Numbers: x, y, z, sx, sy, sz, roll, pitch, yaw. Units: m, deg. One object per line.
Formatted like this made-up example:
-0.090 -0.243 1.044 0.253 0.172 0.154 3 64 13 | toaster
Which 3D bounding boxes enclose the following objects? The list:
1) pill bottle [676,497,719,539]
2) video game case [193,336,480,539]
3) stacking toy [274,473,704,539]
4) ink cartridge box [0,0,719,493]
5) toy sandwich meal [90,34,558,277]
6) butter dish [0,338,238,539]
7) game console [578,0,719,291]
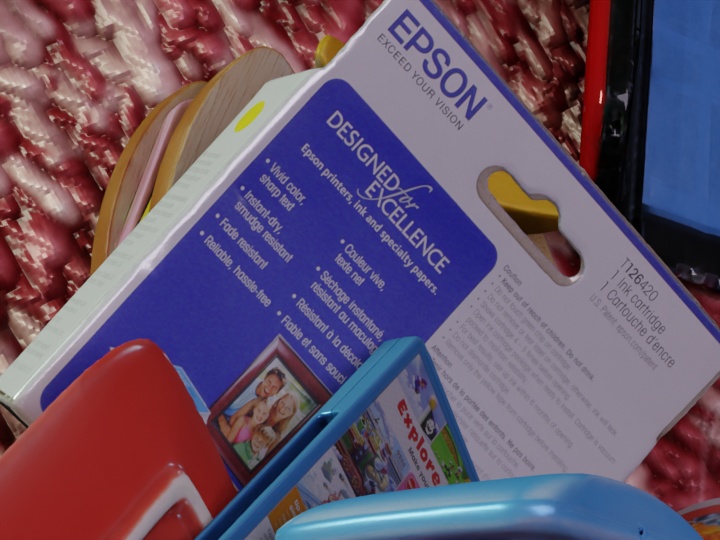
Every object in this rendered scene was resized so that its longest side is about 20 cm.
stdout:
0.127 0.161 0.859 0.112 0.111 0.200 49 20 -2 | pill bottle
-0.008 0.131 0.793 0.200 0.018 0.144 -44 118 -48 | video game case
0.039 0.167 0.734 0.116 0.109 0.202 20 65 -52 | stacking toy
0.005 0.035 0.874 0.200 0.047 0.198 -48 112 -11 | ink cartridge box
0.000 0.000 0.938 0.204 0.070 0.207 9 67 -23 | toy sandwich meal
-0.115 0.155 0.781 0.200 0.147 0.201 -49 122 -46 | butter dish
0.153 -0.105 1.031 0.118 0.173 0.201 4 66 4 | game console
